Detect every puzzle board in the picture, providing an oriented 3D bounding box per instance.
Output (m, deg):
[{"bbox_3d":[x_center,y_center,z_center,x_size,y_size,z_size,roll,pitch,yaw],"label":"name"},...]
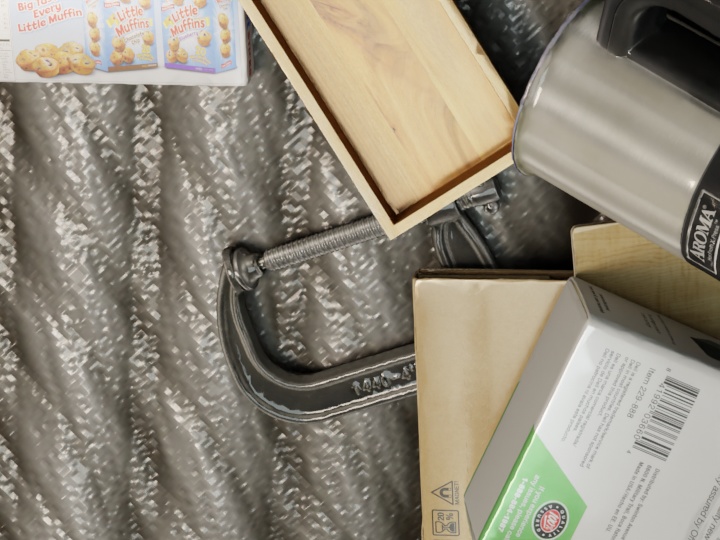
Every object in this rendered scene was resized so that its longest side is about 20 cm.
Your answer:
[{"bbox_3d":[0.220,0.035,1.666,0.199,0.017,0.152,-7,106,-2],"label":"puzzle board"}]

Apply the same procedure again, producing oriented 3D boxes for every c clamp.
[{"bbox_3d":[0.000,0.000,1.729,0.199,0.027,0.171,-23,111,16],"label":"c clamp"}]

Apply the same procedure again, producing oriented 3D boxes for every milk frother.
[{"bbox_3d":[0.218,-0.096,1.599,0.188,0.200,0.181,32,123,22],"label":"milk frother"}]

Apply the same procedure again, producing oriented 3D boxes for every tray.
[{"bbox_3d":[0.005,-0.129,1.639,0.098,0.037,0.201,-32,98,7],"label":"tray"}]

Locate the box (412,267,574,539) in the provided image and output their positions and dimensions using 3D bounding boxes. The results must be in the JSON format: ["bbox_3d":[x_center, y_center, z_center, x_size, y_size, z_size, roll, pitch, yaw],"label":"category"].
[{"bbox_3d":[0.113,0.098,1.714,0.162,0.021,0.201,1,107,10],"label":"box"}]

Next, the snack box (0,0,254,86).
[{"bbox_3d":[-0.160,-0.141,1.689,0.199,0.024,0.072,2,113,9],"label":"snack box"}]

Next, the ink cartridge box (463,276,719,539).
[{"bbox_3d":[0.176,0.114,1.632,0.199,0.084,0.147,24,103,-10],"label":"ink cartridge box"}]
